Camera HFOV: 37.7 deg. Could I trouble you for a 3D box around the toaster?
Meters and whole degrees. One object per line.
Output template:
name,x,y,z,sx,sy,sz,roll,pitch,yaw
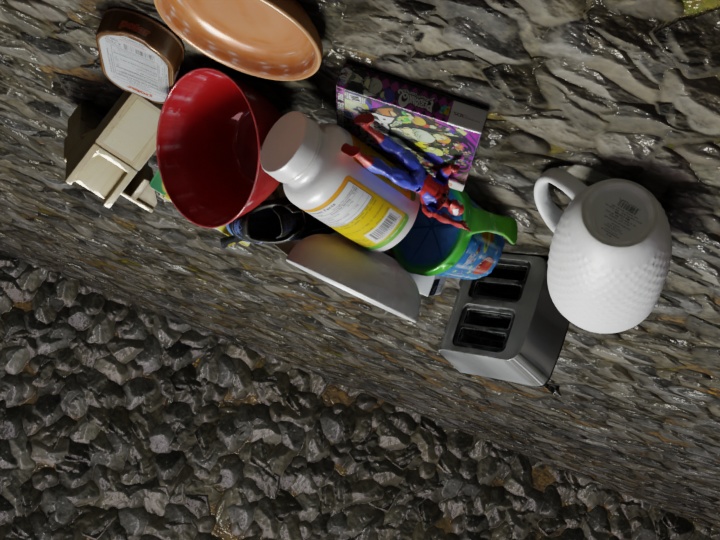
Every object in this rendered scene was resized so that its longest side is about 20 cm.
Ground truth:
toaster,0.236,0.079,1.666,0.198,0.184,0.118,7,160,42

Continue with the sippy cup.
sippy cup,0.131,-0.048,1.481,0.129,0.141,0.178,20,-164,-47

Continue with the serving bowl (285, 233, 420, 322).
serving bowl,0.000,0.000,1.438,0.197,0.067,0.200,26,178,1

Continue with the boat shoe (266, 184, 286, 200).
boat shoe,-0.192,-0.147,1.508,0.200,0.068,0.075,45,162,15

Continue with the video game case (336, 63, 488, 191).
video game case,0.057,-0.171,1.297,0.178,0.036,0.200,18,165,3

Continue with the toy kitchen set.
toy kitchen set,-0.338,-0.205,1.624,0.162,0.181,0.201,32,-159,-31

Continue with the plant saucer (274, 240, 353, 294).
plant saucer,-0.047,-0.013,1.634,0.198,0.032,0.200,28,-173,-3

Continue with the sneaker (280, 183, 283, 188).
sneaker,-0.080,-0.129,1.520,0.080,0.090,0.199,5,159,43

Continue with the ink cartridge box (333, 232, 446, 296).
ink cartridge box,0.027,-0.014,1.572,0.197,0.040,0.099,23,-172,15

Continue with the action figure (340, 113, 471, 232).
action figure,0.077,-0.111,1.273,0.199,0.066,0.098,32,172,-41

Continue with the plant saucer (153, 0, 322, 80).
plant saucer,-0.131,-0.278,1.164,0.197,0.038,0.200,19,164,5

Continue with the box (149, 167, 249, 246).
box,-0.224,-0.134,1.626,0.199,0.118,0.048,32,-177,-40

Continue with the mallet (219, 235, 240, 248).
mallet,-0.124,-0.079,1.643,0.197,0.042,0.066,-20,169,-16

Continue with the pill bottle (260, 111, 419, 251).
pill bottle,-0.027,-0.113,1.316,0.199,0.113,0.110,31,161,-38

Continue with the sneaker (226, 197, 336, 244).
sneaker,-0.084,-0.070,1.453,0.196,0.072,0.078,-11,-165,-20

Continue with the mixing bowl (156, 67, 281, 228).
mixing bowl,-0.165,-0.162,1.384,0.198,0.205,0.107,7,-169,40

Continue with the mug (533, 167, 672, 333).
mug,0.287,-0.044,1.286,0.200,0.147,0.176,46,167,23

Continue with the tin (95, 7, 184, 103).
tin,-0.288,-0.276,1.376,0.110,0.042,0.200,25,165,-3
